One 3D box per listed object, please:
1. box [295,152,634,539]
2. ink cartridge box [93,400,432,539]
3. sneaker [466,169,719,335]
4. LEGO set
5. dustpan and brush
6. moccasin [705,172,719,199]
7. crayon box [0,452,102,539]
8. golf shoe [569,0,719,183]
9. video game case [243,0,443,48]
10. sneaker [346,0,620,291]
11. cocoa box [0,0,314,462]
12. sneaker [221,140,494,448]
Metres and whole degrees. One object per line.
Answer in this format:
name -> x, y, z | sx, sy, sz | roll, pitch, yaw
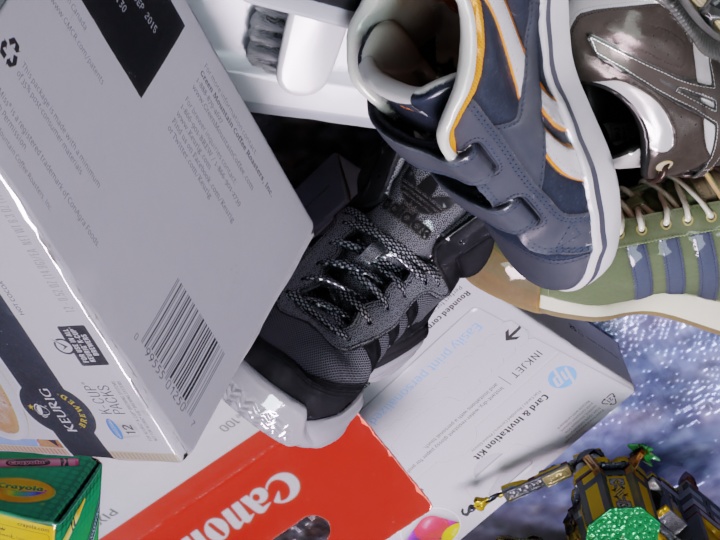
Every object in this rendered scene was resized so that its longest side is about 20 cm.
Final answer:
box -> 0.009, 0.050, 1.390 | 0.200, 0.041, 0.156 | 33, 116, -32
ink cartridge box -> -0.090, 0.080, 1.328 | 0.162, 0.057, 0.200 | -35, 96, 21
sneaker -> 0.143, -0.024, 1.345 | 0.199, 0.067, 0.090 | 10, 126, -27
LEGO set -> 0.099, 0.156, 1.452 | 0.153, 0.116, 0.200 | 30, 116, -26
dustpan and brush -> -0.009, -0.134, 1.131 | 0.139, 0.057, 0.201 | 6, 121, -20
moccasin -> 0.163, -0.077, 1.282 | 0.201, 0.078, 0.074 | -23, 172, -7
crayon box -> -0.222, 0.125, 1.325 | 0.199, 0.058, 0.119 | 13, 122, 12
golf shoe -> 0.137, -0.071, 1.187 | 0.094, 0.078, 0.200 | -44, 131, 6
video game case -> 0.060, -0.174, 1.097 | 0.181, 0.023, 0.200 | 10, 118, -46
sneaker -> 0.042, -0.062, 1.102 | 0.079, 0.078, 0.201 | -36, 131, -25
cocoa box -> -0.133, -0.041, 1.112 | 0.131, 0.134, 0.200 | 0, 135, 33
sneaker -> 0.000, 0.000, 1.217 | 0.075, 0.200, 0.114 | 38, 110, 6
